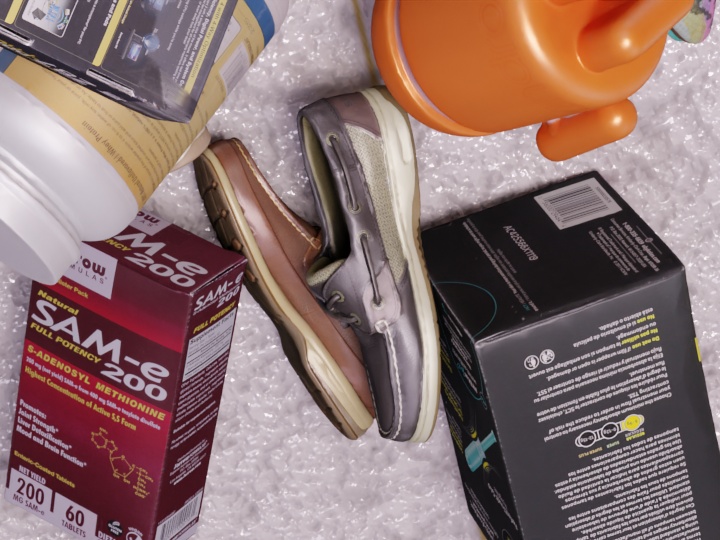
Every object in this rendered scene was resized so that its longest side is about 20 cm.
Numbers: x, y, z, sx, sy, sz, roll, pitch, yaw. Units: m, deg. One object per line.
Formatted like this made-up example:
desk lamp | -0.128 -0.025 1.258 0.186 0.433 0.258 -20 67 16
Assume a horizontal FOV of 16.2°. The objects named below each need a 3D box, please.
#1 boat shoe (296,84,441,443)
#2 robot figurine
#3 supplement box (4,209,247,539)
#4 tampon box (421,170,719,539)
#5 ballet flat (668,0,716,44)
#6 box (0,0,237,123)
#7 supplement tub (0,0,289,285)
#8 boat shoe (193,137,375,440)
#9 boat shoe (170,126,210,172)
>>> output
boat shoe | 0.000 -0.001 1.413 0.066 0.072 0.202 -8 95 -19
robot figurine | 0.083 -0.135 1.346 0.144 0.117 0.200 21 161 -33
supplement box | -0.139 0.065 1.467 0.109 0.061 0.201 25 123 21
tampon box | 0.121 0.074 1.452 0.126 0.150 0.201 -19 119 -8
ballet flat | 0.153 -0.210 1.360 0.071 0.069 0.200 -24 114 29
box | -0.118 -0.193 1.212 0.161 0.049 0.201 24 84 -31
supplement tub | -0.147 -0.108 1.320 0.145 0.145 0.200 42 75 -21
boat shoe | -0.030 0.002 1.471 0.067 0.072 0.200 -34 111 -9
boat shoe | -0.186 -0.067 1.427 0.199 0.072 0.065 -17 107 7
